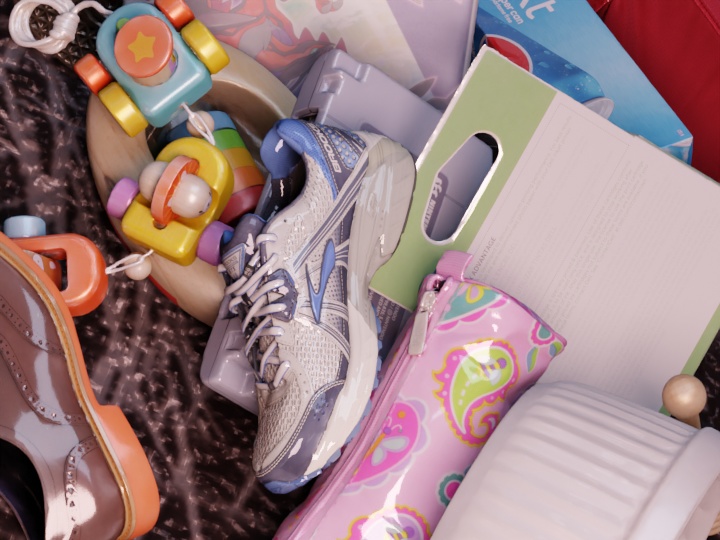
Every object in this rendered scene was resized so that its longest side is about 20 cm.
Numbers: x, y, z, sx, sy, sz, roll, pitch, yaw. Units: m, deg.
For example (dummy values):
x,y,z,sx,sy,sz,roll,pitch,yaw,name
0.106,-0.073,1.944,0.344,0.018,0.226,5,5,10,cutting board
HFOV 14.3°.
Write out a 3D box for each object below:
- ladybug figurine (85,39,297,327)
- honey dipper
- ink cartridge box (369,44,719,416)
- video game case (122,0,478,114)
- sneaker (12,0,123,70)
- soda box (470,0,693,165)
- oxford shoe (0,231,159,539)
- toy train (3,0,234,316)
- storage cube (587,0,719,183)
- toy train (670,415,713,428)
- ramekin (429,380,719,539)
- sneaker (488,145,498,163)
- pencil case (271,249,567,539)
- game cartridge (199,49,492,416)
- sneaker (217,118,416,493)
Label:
x,y,z,sx,sy,sz,roll,pitch,yaw,name
-0.081,-0.044,1.582,0.136,0.072,0.200,-16,66,-27,ladybug figurine
0.177,0.094,1.518,0.038,0.200,0.038,-3,67,8,honey dipper
0.105,-0.013,1.534,0.200,0.146,0.048,30,0,-18,ink cartridge box
-0.033,-0.157,1.621,0.200,0.182,0.023,8,17,1,video game case
-0.110,-0.139,1.689,0.200,0.070,0.076,27,24,-8,sneaker
0.113,-0.106,1.649,0.068,0.064,0.200,-20,49,-15,soda box
-0.179,0.055,1.438,0.073,0.071,0.200,-23,70,-35,oxford shoe
-0.141,-0.061,1.508,0.150,0.056,0.200,-1,74,8,toy train
0.226,-0.120,1.760,0.200,0.171,0.180,-11,57,-36,storage cube
0.108,0.081,1.593,0.200,0.046,0.034,12,45,-18,toy train
0.096,0.149,1.417,0.105,0.200,0.200,28,41,12,ramekin
0.081,-0.028,1.678,0.200,0.085,0.073,-4,50,-2,sneaker
0.023,0.092,1.442,0.087,0.087,0.200,30,79,1,pencil case
0.000,0.000,1.527,0.133,0.041,0.200,31,66,-27,game cartridge
-0.038,0.014,1.436,0.085,0.077,0.200,24,61,-26,sneaker
